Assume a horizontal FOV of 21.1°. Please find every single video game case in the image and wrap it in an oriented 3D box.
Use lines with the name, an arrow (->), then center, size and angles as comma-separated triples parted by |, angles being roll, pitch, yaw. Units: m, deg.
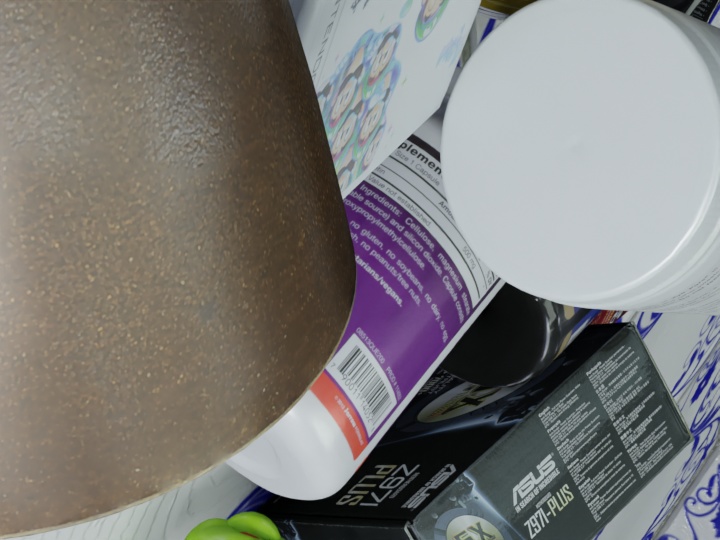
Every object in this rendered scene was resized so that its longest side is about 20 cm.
video game case -> 0.010, -0.098, 0.678 | 0.200, 0.024, 0.183 | -46, 161, -53

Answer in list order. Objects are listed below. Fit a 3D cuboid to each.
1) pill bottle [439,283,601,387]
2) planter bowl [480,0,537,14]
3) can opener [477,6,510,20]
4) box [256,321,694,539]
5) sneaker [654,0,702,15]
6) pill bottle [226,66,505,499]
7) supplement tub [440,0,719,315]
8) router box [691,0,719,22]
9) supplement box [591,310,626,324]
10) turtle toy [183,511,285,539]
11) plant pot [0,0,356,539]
pill bottle -> 0.113, -0.026, 1.136 | 0.200, 0.112, 0.112 | -40, 155, -43
planter bowl -> 0.113, -0.181, 0.784 | 0.199, 0.084, 0.201 | -14, 125, -20
can opener -> 0.104, -0.198, 0.934 | 0.200, 0.053, 0.067 | -50, 161, -27
box -> 0.064, 0.121, 1.122 | 0.200, 0.086, 0.163 | -38, -163, -30
sneaker -> 0.129, -0.146, 0.927 | 0.200, 0.072, 0.083 | -50, 156, 20
pill bottle -> 0.000, 0.000, 0.887 | 0.200, 0.112, 0.113 | -50, 160, -24
supplement tub -> 0.136, -0.046, 0.857 | 0.200, 0.132, 0.132 | 3, 118, -60
router box -> 0.191, -0.205, 1.054 | 0.158, 0.052, 0.200 | -63, 179, 15
supplement box -> 0.158, -0.002, 1.371 | 0.200, 0.061, 0.109 | -34, 150, -53
turtle toy -> -0.079, 0.216, 1.021 | 0.101, 0.145, 0.201 | -67, 174, -51
plant pot -> -0.100, -0.073, 0.459 | 0.187, 0.186, 0.201 | -43, 141, -38
